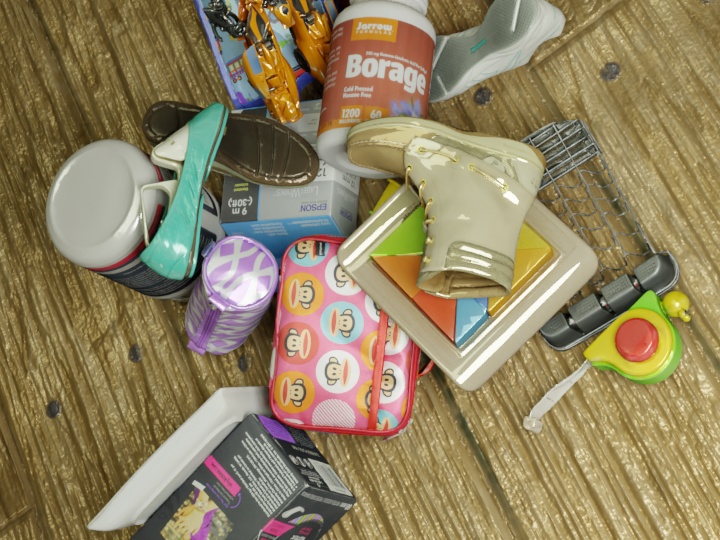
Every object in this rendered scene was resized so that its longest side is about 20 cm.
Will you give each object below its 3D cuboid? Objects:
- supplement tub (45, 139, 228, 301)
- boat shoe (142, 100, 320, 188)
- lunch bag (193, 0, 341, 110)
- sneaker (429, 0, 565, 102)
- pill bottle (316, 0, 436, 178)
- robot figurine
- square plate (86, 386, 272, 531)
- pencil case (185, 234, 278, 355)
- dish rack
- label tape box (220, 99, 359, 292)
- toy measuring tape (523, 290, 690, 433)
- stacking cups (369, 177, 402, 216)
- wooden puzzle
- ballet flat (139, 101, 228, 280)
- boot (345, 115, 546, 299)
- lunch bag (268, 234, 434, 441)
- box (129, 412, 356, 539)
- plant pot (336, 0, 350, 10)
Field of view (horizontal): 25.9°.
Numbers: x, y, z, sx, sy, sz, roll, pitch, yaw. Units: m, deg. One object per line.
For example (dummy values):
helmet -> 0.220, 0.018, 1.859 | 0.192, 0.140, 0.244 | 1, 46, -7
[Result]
supplement tub -> -0.236, -0.049, 1.721 | 0.139, 0.200, 0.142 | -9, 71, 25
boat shoe -> -0.135, -0.131, 1.696 | 0.198, 0.076, 0.072 | 20, 74, 10
lunch bag -> -0.099, -0.282, 1.782 | 0.149, 0.094, 0.202 | -25, 66, 17
sneaker -> 0.133, -0.228, 1.661 | 0.199, 0.080, 0.071 | -24, 71, 41
pill bottle -> 0.020, -0.207, 1.632 | 0.111, 0.112, 0.202 | -2, 71, 27
robot figurine -> -0.083, -0.265, 1.655 | 0.144, 0.201, 0.058 | -34, 33, -17
square plate -> -0.171, 0.197, 1.619 | 0.198, 0.200, 0.028 | -46, 77, 8
pencil case -> -0.138, 0.030, 1.650 | 0.083, 0.200, 0.086 | 28, 70, -1
dish rack -> 0.205, -0.040, 1.553 | 0.153, 0.054, 0.201 | -32, 72, 15
label tape box -> -0.078, -0.081, 1.726 | 0.142, 0.066, 0.202 | -3, 72, 27
toy measuring tape -> 0.245, 0.100, 1.498 | 0.200, 0.073, 0.074 | -46, 60, 8
stacking cups -> 0.000, 0.000, 1.665 | 0.060, 0.060, 0.201 | 36, 94, 31
wooden puzzle -> 0.101, -0.012, 1.523 | 0.185, 0.037, 0.200 | -43, 69, -4
ballet flat -> -0.186, -0.091, 1.602 | 0.067, 0.070, 0.202 | 142, 141, -65
boot -> 0.065, -0.058, 1.494 | 0.198, 0.073, 0.157 | 12, 68, 12
lunch bag -> -0.001, 0.068, 1.603 | 0.174, 0.082, 0.202 | 6, 91, 2
box -> -0.123, 0.260, 1.612 | 0.200, 0.122, 0.106 | -46, 61, 9
plant pot -> 0.014, -0.425, 1.717 | 0.198, 0.176, 0.202 | -24, 65, 20
